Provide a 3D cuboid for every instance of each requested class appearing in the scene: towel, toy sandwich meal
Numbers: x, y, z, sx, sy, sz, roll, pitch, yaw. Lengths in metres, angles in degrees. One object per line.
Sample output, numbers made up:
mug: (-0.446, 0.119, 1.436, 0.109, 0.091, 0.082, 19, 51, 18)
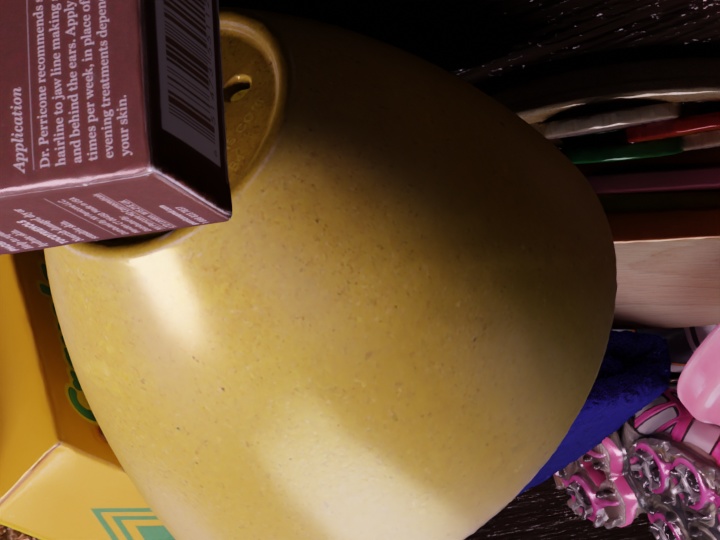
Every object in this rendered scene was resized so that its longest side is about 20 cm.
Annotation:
towel: (0.029, 0.082, 1.165, 0.147, 0.050, 0.200, -8, 157, -42)
toy sandwich meal: (0.116, -0.027, 1.071, 0.204, 0.071, 0.205, -4, 167, -1)

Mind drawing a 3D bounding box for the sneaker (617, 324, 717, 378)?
sneaker: (0.173, 0.016, 1.263, 0.079, 0.079, 0.200, -3, 172, 30)

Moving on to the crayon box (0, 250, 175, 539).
crayon box: (-0.096, 0.060, 1.050, 0.200, 0.127, 0.051, 27, 120, -40)

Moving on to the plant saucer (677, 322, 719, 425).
plant saucer: (0.227, 0.010, 1.108, 0.200, 0.051, 0.201, -34, 164, -11)

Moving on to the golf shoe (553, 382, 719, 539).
golf shoe: (0.161, 0.087, 1.187, 0.092, 0.073, 0.200, -23, -159, -17)

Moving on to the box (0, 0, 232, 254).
box: (-0.144, -0.055, 0.814, 0.199, 0.101, 0.075, -7, 167, 16)

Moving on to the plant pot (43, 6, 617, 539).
plant pot: (-0.030, -0.010, 0.912, 0.199, 0.201, 0.142, -11, 142, 29)

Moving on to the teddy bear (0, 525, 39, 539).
teddy bear: (-0.171, 0.111, 1.234, 0.200, 0.067, 0.145, -36, 173, 33)
